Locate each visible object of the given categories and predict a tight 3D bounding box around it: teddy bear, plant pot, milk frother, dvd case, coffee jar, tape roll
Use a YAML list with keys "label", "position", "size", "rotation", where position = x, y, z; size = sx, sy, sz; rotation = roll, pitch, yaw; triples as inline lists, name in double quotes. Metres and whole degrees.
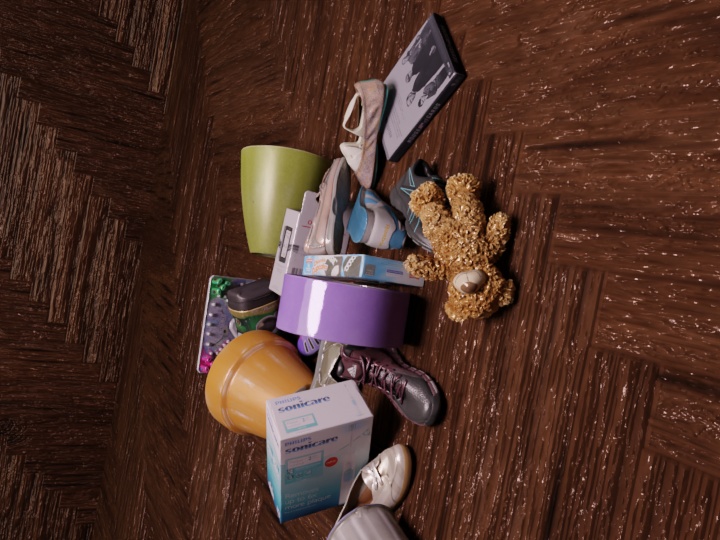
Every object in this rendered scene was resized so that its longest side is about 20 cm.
- label: "teddy bear"
  position: [0.129, -0.037, 0.800]
  size: [0.067, 0.144, 0.201]
  rotation: [83, -170, -72]
- label: "plant pot"
  position: [-0.158, 0.235, 1.153]
  size: [0.183, 0.200, 0.201]
  rotation: [19, 99, 44]
- label: "milk frother"
  position: [-0.003, 0.448, 0.811]
  size: [0.188, 0.199, 0.181]
  rotation: [39, 119, 56]
- label: "dvd case"
  position: [0.089, -0.302, 1.029]
  size: [0.200, 0.025, 0.151]
  rotation: [-48, 44, 44]
- label: "coffee jar"
  position: [-0.210, 0.121, 1.270]
  size: [0.085, 0.104, 0.201]
  rotation: [14, 117, 48]
- label: "tape roll"
  position: [-0.026, 0.060, 0.952]
  size: [0.200, 0.199, 0.085]
  rotation: [10, 91, 59]
- label: "plant pot"
  position: [-0.161, -0.127, 1.236]
  size: [0.187, 0.187, 0.201]
  rotation: [0, 81, 59]

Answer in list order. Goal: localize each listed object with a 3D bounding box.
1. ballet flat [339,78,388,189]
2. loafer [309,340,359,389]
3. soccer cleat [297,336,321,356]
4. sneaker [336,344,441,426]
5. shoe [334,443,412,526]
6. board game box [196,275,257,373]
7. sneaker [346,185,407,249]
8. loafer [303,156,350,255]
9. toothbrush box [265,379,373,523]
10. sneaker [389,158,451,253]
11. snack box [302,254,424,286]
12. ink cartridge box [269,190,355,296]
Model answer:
- label: "ballet flat"
  position: [-0.001, -0.236, 1.082]
  size: [0.068, 0.067, 0.201]
  rotation: [-125, 38, -60]
- label: "loafer"
  position: [-0.045, 0.206, 1.064]
  size: [0.070, 0.075, 0.201]
  rotation: [3, 87, 59]
- label: "soccer cleat"
  position: [-0.083, 0.095, 1.159]
  size: [0.200, 0.073, 0.068]
  rotation: [-49, 43, 41]
- label: "sneaker"
  position: [0.026, 0.166, 0.917]
  size: [0.200, 0.115, 0.076]
  rotation: [35, 112, 57]
- label: "shoe"
  position: [0.019, 0.344, 0.942]
  size: [0.200, 0.053, 0.070]
  rotation: [-64, 35, 26]
- label: "board game box"
  position: [-0.247, 0.119, 1.314]
  size: [0.026, 0.200, 0.201]
  rotation: [8, 89, 40]
- label: "sneaker"
  position: [0.026, -0.084, 1.032]
  size: [0.200, 0.080, 0.077]
  rotation: [-102, 30, -65]
- label: "loafer"
  position: [-0.059, -0.116, 1.084]
  size: [0.063, 0.072, 0.201]
  rotation: [-2, 61, 16]
- label: "toothbrush box"
  position: [-0.067, 0.281, 0.958]
  size: [0.085, 0.146, 0.201]
  rotation: [-125, 33, -49]
- label: "sneaker"
  position: [0.102, -0.092, 0.904]
  size: [0.079, 0.075, 0.200]
  rotation: [-60, 37, 27]
- label: "snack box"
  position: [0.000, 0.000, 1.006]
  size: [0.200, 0.116, 0.037]
  rotation: [2, 83, 59]
- label: "ink cartridge box"
  position: [-0.091, -0.047, 1.170]
  size: [0.068, 0.116, 0.201]
  rotation: [24, 101, 58]
